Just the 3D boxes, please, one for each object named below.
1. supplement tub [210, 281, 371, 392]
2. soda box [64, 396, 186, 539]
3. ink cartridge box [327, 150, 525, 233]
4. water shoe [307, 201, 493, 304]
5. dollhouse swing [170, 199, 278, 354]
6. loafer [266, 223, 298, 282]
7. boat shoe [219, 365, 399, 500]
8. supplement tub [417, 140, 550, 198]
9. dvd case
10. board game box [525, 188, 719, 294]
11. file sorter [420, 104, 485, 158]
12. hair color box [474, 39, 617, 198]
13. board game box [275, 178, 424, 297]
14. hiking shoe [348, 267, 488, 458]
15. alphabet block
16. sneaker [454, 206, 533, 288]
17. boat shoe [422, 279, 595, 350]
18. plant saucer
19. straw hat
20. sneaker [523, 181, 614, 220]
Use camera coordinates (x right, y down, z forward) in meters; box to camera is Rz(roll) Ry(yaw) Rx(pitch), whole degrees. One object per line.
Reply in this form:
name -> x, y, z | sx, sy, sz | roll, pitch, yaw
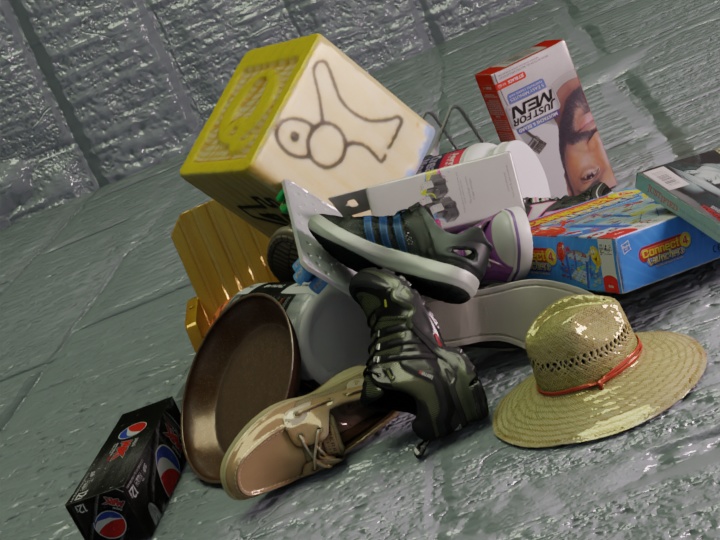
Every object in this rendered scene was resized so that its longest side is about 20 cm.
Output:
supplement tub -> -0.078, 0.073, 1.431 | 0.122, 0.123, 0.199 | -35, 20, -33
soda box -> -0.235, 0.210, 1.333 | 0.070, 0.064, 0.200 | -20, 17, 13
ink cartridge box -> 0.074, -0.062, 1.375 | 0.199, 0.068, 0.115 | -14, -10, 7
water shoe -> 0.041, -0.029, 1.268 | 0.199, 0.072, 0.079 | 22, 73, 29
dollhouse swing -> -0.149, -0.003, 1.679 | 0.199, 0.177, 0.182 | -23, 16, 1
loafer -> -0.055, 0.001, 1.503 | 0.075, 0.201, 0.068 | 23, 62, 23
boat shoe -> -0.044, 0.155, 1.218 | 0.199, 0.072, 0.064 | -33, 26, -26
supplement tub -> 0.121, -0.078, 1.590 | 0.199, 0.141, 0.140 | -14, 19, 34
dvd case -> 0.391, -0.081, 1.247 | 0.199, 0.022, 0.146 | -15, 36, -26
board game box -> 0.274, -0.035, 1.314 | 0.199, 0.056, 0.195 | -18, 12, -28
file sorter -> 0.071, -0.132, 1.768 | 0.199, 0.139, 0.125 | -11, 42, 38
hair color box -> 0.238, -0.180, 1.632 | 0.110, 0.201, 0.064 | -27, 15, -10
board game box -> 0.000, 0.000, 1.378 | 0.026, 0.199, 0.200 | -51, 25, 18
hiking shoe -> 0.031, 0.080, 1.204 | 0.100, 0.076, 0.200 | -32, 55, -12
alphabet block -> -0.065, -0.144, 1.550 | 0.196, 0.200, 0.196 | 0, 59, 57
sneaker -> 0.098, -0.008, 1.306 | 0.113, 0.073, 0.200 | -7, -13, -18
boat shoe -> 0.147, 0.047, 1.270 | 0.198, 0.075, 0.060 | -7, 1, 16
plant saucer -> -0.118, 0.124, 1.324 | 0.200, 0.036, 0.202 | -28, 52, 43
straw hat -> 0.194, 0.069, 1.123 | 0.200, 0.086, 0.201 | -23, 16, 7
sneaker -> 0.200, -0.056, 1.452 | 0.199, 0.087, 0.080 | -30, -18, -21
